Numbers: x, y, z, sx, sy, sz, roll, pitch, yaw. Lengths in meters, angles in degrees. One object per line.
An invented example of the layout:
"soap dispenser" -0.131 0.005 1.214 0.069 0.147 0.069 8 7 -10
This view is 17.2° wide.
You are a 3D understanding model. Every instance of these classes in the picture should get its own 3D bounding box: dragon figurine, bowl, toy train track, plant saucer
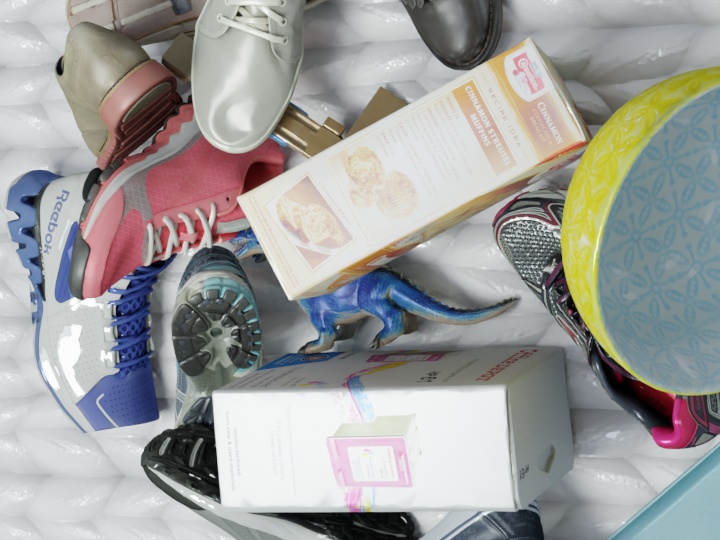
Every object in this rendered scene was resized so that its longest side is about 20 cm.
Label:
"dragon figurine" 0.000 0.000 1.600 0.200 0.059 0.100 -5 99 33
"bowl" 0.189 -0.036 1.423 0.108 0.200 0.200 31 119 52
"toy train track" -0.045 -0.091 1.592 0.200 0.033 0.115 34 75 5
"plant saucer" 0.227 0.155 1.512 0.200 0.019 0.070 -46 53 31

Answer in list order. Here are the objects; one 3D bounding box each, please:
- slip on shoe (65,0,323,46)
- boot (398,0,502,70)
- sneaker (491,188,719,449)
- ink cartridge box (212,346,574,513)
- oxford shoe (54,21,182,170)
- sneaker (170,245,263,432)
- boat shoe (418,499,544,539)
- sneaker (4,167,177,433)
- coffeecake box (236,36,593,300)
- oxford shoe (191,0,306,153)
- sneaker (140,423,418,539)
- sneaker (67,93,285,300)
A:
"slip on shoe" -0.101 -0.195 1.617 0.200 0.061 0.076 -17 99 15
"boot" -0.002 -0.208 1.484 0.069 0.174 0.200 -26 87 32
"sneaker" 0.158 0.027 1.495 0.200 0.075 0.081 44 132 17
"ink cartridge box" 0.025 0.101 1.536 0.200 0.145 0.085 -1 98 19
"oxford shoe" -0.168 -0.123 1.612 0.075 0.070 0.200 47 165 3
"sneaker" -0.095 0.071 1.674 0.078 0.086 0.200 1 126 -4
"boat shoe" 0.057 0.229 1.580 0.200 0.071 0.091 -50 41 40
"sneaker" -0.177 0.013 1.693 0.115 0.081 0.200 -16 92 38
"coffeecake box" 0.040 -0.060 1.467 0.200 0.154 0.073 -29 86 8
"oxford shoe" -0.066 -0.175 1.545 0.075 0.058 0.200 17 95 3
"sneaker" -0.063 0.174 1.640 0.200 0.074 0.079 27 128 -6
"sneaker" -0.119 -0.044 1.587 0.087 0.200 0.074 28 139 13
